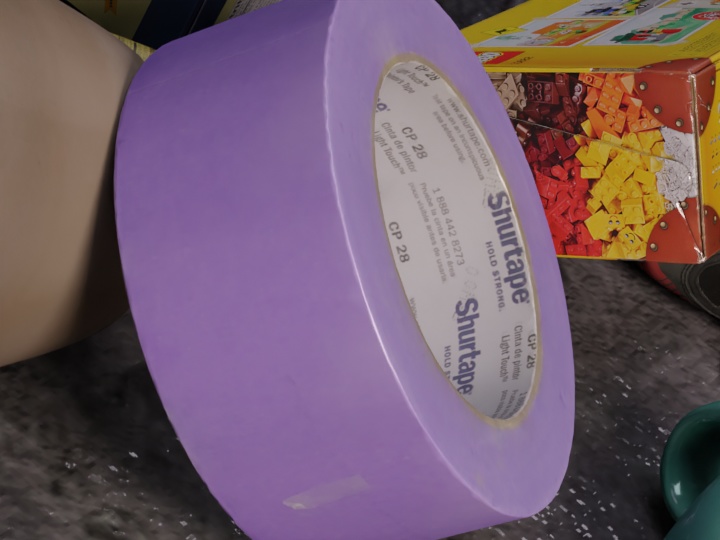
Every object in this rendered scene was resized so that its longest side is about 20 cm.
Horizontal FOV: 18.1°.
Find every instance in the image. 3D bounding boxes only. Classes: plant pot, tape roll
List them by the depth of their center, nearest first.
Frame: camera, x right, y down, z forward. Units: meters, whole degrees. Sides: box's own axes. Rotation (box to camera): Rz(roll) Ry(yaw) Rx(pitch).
[{"bbox_3d":[-0.162,-0.036,0.775,0.173,0.200,0.200,8,40,-50],"label":"plant pot"},{"bbox_3d":[0.000,0.000,0.808,0.200,0.085,0.201,45,36,-48],"label":"tape roll"}]

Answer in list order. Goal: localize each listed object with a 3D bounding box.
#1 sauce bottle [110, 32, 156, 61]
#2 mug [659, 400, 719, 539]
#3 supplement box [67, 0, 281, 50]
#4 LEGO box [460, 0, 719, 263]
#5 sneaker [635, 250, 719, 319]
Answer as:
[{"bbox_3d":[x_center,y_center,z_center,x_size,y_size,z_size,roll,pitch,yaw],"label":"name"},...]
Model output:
[{"bbox_3d":[-0.098,-0.061,0.918,0.199,0.065,0.065,21,39,-13],"label":"sauce bottle"},{"bbox_3d":[0.168,0.127,0.833,0.185,0.115,0.152,43,41,16],"label":"mug"},{"bbox_3d":[-0.087,-0.220,1.018,0.200,0.135,0.200,37,31,9],"label":"supplement box"},{"bbox_3d":[0.113,-0.069,0.966,0.148,0.078,0.200,3,18,31],"label":"LEGO box"},{"bbox_3d":[0.214,0.019,1.011,0.200,0.071,0.098,21,37,-12],"label":"sneaker"}]
